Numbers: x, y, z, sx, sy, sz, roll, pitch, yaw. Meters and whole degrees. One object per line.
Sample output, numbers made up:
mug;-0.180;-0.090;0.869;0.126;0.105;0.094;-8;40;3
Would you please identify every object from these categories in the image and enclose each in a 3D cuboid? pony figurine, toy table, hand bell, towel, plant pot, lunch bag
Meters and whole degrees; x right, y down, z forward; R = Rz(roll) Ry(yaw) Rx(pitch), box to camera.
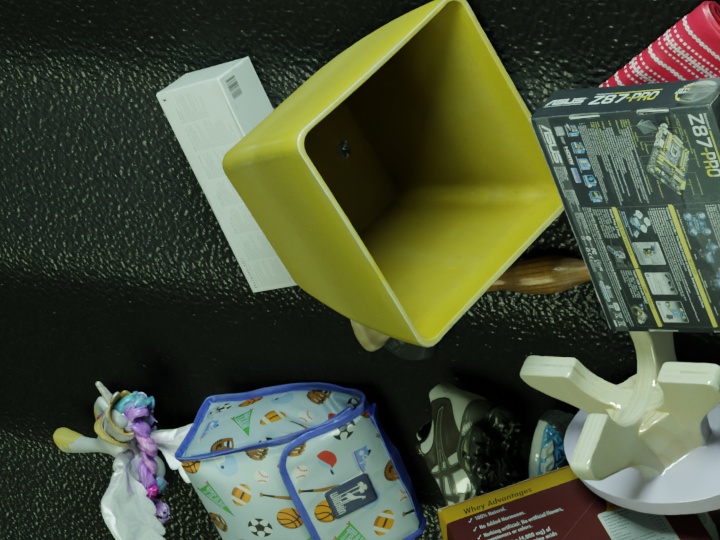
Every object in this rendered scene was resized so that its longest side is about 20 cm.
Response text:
pony figurine;-0.227;0.203;2.142;0.193;0.166;0.200;51;156;-2
toy table;0.234;0.111;1.668;0.200;0.184;0.117;-11;138;33
hand bell;0.098;0.010;1.737;0.200;0.104;0.104;-4;126;20
towel;0.250;-0.104;1.553;0.145;0.022;0.200;44;141;-4
plant pot;0.010;-0.076;1.645;0.176;0.200;0.200;-2;127;53
lunch bag;-0.053;0.203;2.012;0.200;0.124;0.170;-11;121;24

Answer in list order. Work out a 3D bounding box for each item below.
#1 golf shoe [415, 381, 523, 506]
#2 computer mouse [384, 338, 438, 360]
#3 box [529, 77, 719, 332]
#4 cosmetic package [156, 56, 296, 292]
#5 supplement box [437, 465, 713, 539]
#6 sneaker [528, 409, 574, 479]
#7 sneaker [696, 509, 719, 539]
golf shoe;0.098;0.179;1.917;0.094;0.078;0.200;37;143;31
computer mouse;0.000;0.000;1.848;0.200;0.034;0.059;49;139;-2
box;0.232;-0.045;1.562;0.161;0.049;0.200;0;123;42
cosmetic package;-0.095;-0.082;1.805;0.082;0.051;0.200;-9;113;41
supplement box;0.195;0.278;1.746;0.200;0.197;0.133;-119;13;-55
sneaker;0.170;0.207;1.879;0.087;0.075;0.200;25;135;44
sneaker;0.332;0.204;1.755;0.090;0.075;0.200;-1;127;15
